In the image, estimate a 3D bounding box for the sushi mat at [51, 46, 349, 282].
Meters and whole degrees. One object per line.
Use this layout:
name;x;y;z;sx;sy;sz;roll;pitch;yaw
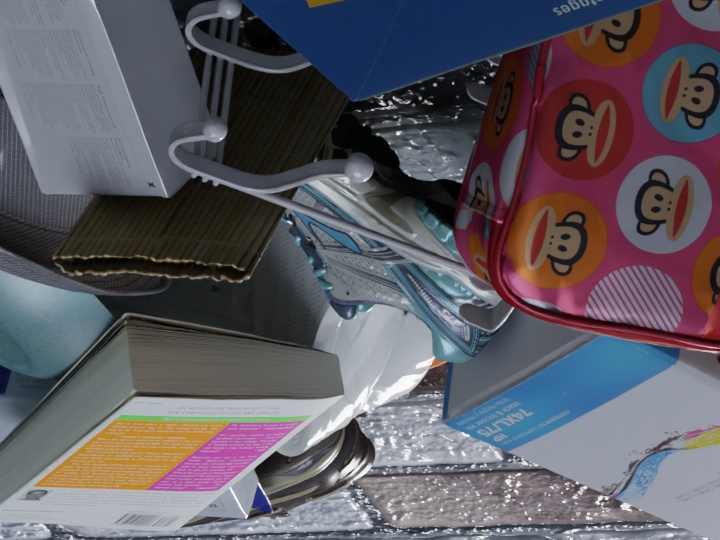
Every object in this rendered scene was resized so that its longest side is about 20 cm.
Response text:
sushi mat;-0.067;-0.055;1.090;0.095;0.200;0.012;4;125;17

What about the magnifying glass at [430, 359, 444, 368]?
magnifying glass;0.074;0.035;1.367;0.079;0.023;0.199;31;144;-32

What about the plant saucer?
plant saucer;-0.212;0.009;1.247;0.200;0.039;0.201;32;162;11

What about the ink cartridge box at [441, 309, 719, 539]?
ink cartridge box;0.170;0.031;1.210;0.199;0.147;0.146;25;146;-24

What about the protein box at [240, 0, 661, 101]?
protein box;0.023;-0.195;0.881;0.198;0.136;0.200;-15;142;35

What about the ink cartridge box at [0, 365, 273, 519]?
ink cartridge box;-0.170;0.113;1.410;0.198;0.041;0.200;2;149;16

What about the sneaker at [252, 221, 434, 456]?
sneaker;0.000;0.000;1.291;0.074;0.115;0.201;35;130;33

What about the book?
book;-0.115;0.095;1.269;0.133;0.048;0.200;8;149;-32

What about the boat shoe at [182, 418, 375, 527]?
boat shoe;-0.073;0.143;1.537;0.199;0.075;0.073;-18;140;40

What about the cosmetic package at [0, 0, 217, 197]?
cosmetic package;-0.134;-0.131;1.020;0.082;0.051;0.201;5;124;38

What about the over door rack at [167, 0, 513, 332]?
over door rack;0.009;-0.082;1.061;0.199;0.149;0.066;27;142;-30

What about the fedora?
fedora;-0.160;-0.072;1.155;0.199;0.177;0.090;13;121;-44

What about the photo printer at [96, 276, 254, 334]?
photo printer;-0.124;0.057;1.410;0.165;0.070;0.200;13;149;-5

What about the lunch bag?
lunch bag;0.146;-0.066;1.012;0.175;0.201;0.082;11;-171;-15

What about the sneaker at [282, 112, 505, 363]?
sneaker;-0.009;-0.022;1.166;0.199;0.078;0.087;33;113;13
